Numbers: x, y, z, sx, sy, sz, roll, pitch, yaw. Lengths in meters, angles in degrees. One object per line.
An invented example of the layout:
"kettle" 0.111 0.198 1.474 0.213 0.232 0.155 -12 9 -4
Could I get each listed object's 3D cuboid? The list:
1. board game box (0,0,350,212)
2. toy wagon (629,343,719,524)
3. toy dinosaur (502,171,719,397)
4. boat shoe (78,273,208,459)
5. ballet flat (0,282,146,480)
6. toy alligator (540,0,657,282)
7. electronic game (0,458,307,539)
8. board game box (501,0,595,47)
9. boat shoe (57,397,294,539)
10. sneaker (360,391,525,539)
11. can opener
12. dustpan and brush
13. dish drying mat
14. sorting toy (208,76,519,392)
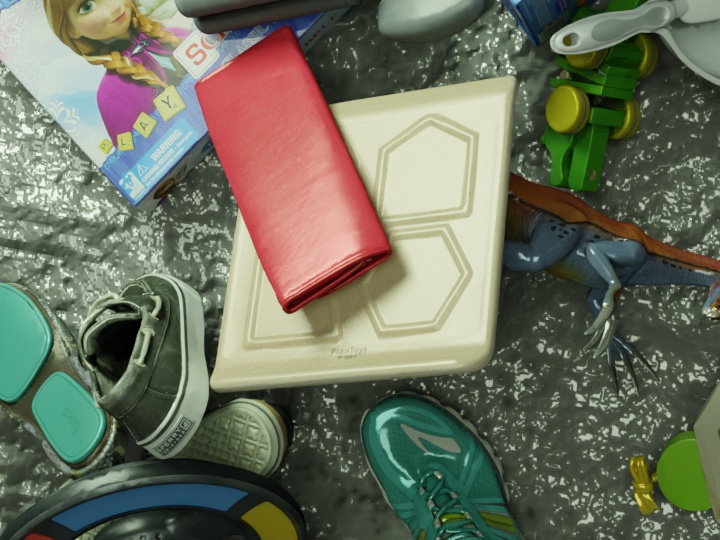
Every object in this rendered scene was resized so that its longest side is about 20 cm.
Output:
"board game box" -0.141 -0.180 1.263 0.200 0.041 0.200 -45 81 5
"toy wagon" 0.264 0.110 1.165 0.198 0.040 0.157 -12 100 20
"toy dinosaur" 0.143 -0.013 1.150 0.179 0.105 0.202 -9 94 3
"boat shoe" -0.138 0.042 1.178 0.063 0.200 0.071 36 100 -22
"ballet flat" -0.195 0.080 1.239 0.072 0.072 0.200 -51 44 5
"toy alligator" 0.138 -0.096 1.209 0.054 0.059 0.202 30 110 47
"electronic game" -0.130 0.180 1.181 0.198 0.200 0.042 -21 52 8
"board game box" 0.167 -0.225 1.156 0.199 0.152 0.045 -38 82 6
"boat shoe" -0.124 0.140 1.240 0.199 0.062 0.075 -31 85 23
"sneaker" 0.066 0.164 1.195 0.077 0.080 0.201 -33 82 7
"can opener" -0.019 -0.167 1.175 0.198 0.053 0.068 -9 71 20
"dustpan and brush" 0.199 -0.160 1.147 0.198 0.057 0.141 -15 101 -11
"dish drying mat" -0.044 -0.064 1.162 0.076 0.018 0.201 -32 50 10
"sorting toy" 0.005 -0.019 1.140 0.183 0.036 0.202 -6 59 28
